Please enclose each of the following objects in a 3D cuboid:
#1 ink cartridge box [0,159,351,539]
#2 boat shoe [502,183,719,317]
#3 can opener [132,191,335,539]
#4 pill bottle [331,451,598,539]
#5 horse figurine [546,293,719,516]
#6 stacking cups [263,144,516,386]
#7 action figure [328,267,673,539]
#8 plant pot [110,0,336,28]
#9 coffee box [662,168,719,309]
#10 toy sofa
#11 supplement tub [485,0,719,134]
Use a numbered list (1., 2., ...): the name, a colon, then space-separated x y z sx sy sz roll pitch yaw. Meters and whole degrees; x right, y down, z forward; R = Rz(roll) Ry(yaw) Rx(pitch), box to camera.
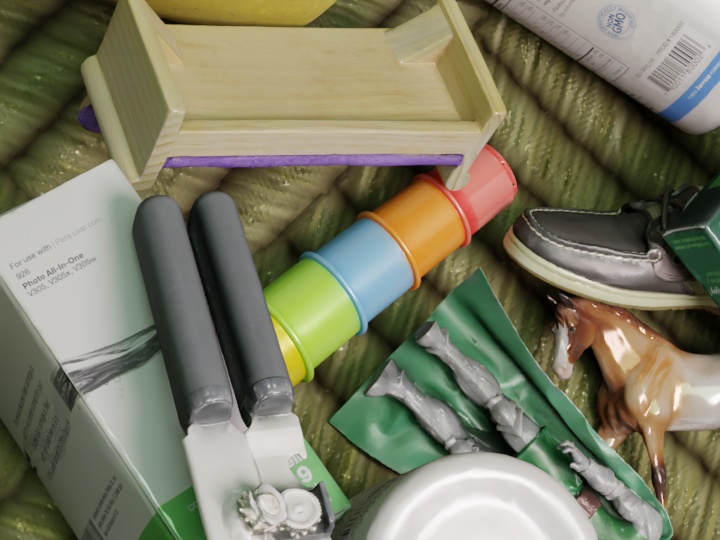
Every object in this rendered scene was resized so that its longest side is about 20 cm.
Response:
1. ink cartridge box: -0.107 0.069 0.910 0.084 0.146 0.201 -30 79 -24
2. boat shoe: 0.176 -0.016 1.040 0.200 0.072 0.066 10 116 -16
3. can opener: -0.059 0.057 0.819 0.052 0.067 0.201 -5 59 -22
4. pill bottle: 0.033 0.154 0.912 0.114 0.200 0.115 3 78 -13
5. horse figurine: 0.190 0.086 1.044 0.199 0.050 0.134 5 83 -10
6. stacking cups: 0.000 0.000 1.009 0.200 0.061 0.061 -39 89 -17
7. action figure: 0.093 0.110 0.999 0.200 0.055 0.118 43 111 -4
8. plant pot: -0.069 -0.203 0.985 0.142 0.199 0.201 39 71 -32
9. coffee box: 0.262 0.013 1.009 0.123 0.044 0.200 -45 104 -22
10. toy sofa: -0.036 -0.079 0.964 0.199 0.098 0.083 -3 55 -31
11. supplement tub: 0.140 -0.178 1.044 0.199 0.132 0.132 34 73 -5
